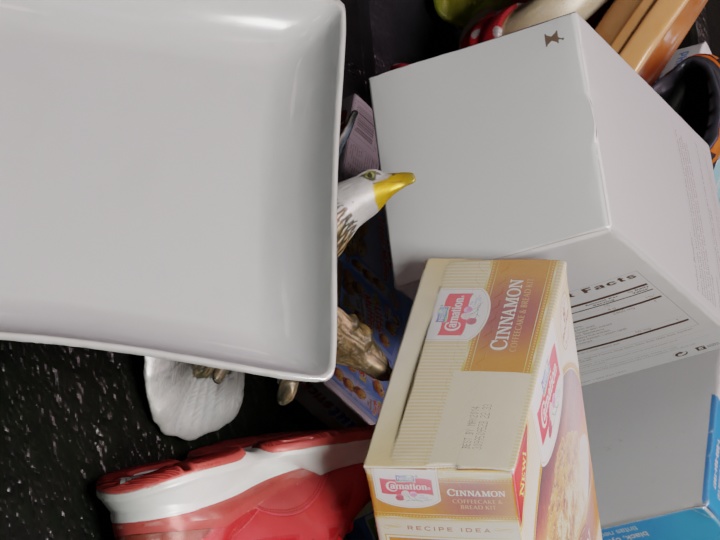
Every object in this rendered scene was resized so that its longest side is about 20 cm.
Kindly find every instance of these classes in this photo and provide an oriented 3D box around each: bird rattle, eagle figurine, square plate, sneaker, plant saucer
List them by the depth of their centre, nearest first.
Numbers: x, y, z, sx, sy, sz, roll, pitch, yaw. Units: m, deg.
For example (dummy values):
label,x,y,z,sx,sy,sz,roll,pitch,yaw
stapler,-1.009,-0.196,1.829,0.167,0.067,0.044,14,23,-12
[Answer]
label,x,y,z,sx,sy,sz,roll,pitch,yaw
square plate,-0.107,-0.045,1.266,0.028,0.197,0.201,113,-18,-56
sneaker,-0.045,0.137,1.368,0.200,0.078,0.116,-8,90,-51
eagle figurine,-0.045,-0.023,1.419,0.200,0.150,0.152,-120,-144,-50
bird rattle,0.094,-0.152,1.702,0.113,0.163,0.200,51,20,-2
plant saucer,0.149,-0.117,1.706,0.037,0.200,0.200,35,29,5
sneaker,0.163,-0.039,1.755,0.112,0.077,0.201,15,95,-79

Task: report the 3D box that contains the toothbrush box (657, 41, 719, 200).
label,x,y,z,sx,sy,sz,roll,pitch,yaw
toothbrush box,0.216,-0.023,1.921,0.200,0.085,0.147,61,30,-23

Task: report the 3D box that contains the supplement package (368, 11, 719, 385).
label,x,y,z,sx,sy,sz,roll,pitch,yaw
supplement package,0.102,-0.030,1.527,0.200,0.119,0.122,36,43,-58

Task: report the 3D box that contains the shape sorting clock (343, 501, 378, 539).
label,x,y,z,sx,sy,sz,roll,pitch,yaw
shape sorting clock,0.044,0.182,1.527,0.200,0.039,0.201,35,41,-37

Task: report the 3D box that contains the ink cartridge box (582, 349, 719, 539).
label,x,y,z,sx,sy,sz,roll,pitch,yaw
ink cartridge box,0.185,0.147,1.696,0.200,0.144,0.148,50,36,-36

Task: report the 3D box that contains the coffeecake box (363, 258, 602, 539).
label,x,y,z,sx,sy,sz,roll,pitch,yaw
coffeecake box,0.064,0.119,1.412,0.154,0.073,0.201,-71,157,-50

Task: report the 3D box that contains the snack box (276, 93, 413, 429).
label,x,y,z,sx,sy,sz,roll,pitch,yaw
snack box,0.000,0.000,1.554,0.072,0.024,0.201,44,37,-31
